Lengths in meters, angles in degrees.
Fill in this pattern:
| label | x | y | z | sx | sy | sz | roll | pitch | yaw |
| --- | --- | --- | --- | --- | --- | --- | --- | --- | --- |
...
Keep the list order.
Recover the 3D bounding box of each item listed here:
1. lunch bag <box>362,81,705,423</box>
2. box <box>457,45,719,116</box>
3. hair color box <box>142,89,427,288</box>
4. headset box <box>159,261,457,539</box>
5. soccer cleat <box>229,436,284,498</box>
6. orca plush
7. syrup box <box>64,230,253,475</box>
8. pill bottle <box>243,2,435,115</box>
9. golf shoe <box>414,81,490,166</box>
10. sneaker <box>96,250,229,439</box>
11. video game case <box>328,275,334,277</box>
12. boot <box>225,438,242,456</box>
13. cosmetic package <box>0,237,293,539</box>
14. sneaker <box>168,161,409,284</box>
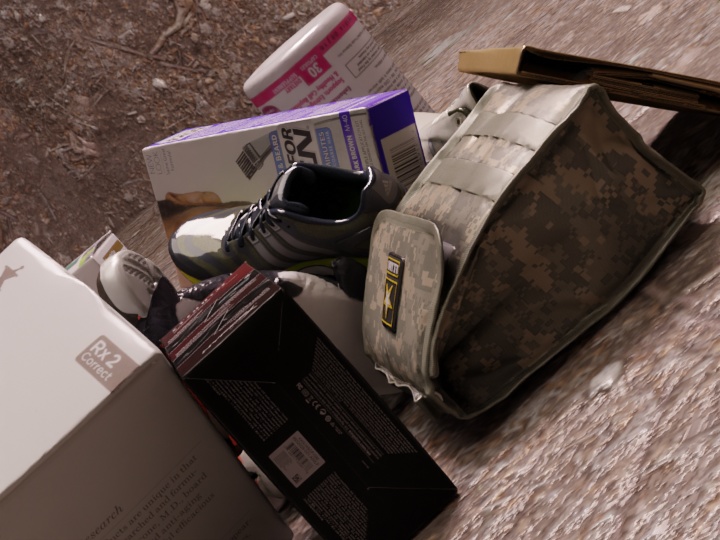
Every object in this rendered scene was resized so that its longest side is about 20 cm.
| label | x | y | z | sx | sy | sz | roll | pitch | yaw |
| --- | --- | --- | --- | --- | --- | --- | --- | --- | --- |
| lunch bag | 0.079 | -0.008 | 1.146 | 0.200 | 0.117 | 0.164 | -50 | 14 | -4 |
| box | 0.158 | -0.123 | 1.258 | 0.200 | 0.162 | 0.021 | -136 | 56 | -80 |
| hair color box | -0.049 | -0.055 | 1.367 | 0.199 | 0.110 | 0.065 | -7 | 13 | 36 |
| headset box | -0.036 | 0.079 | 1.111 | 0.077 | 0.149 | 0.200 | -41 | 9 | -3 |
| soccer cleat | -0.058 | 0.065 | 1.309 | 0.077 | 0.069 | 0.201 | -23 | 51 | 5 |
| orca plush | -0.054 | 0.042 | 1.249 | 0.199 | 0.106 | 0.071 | -4 | 9 | -23 |
| syrup box | -0.155 | 0.077 | 1.426 | 0.079 | 0.200 | 0.081 | -38 | 10 | 12 |
| pill bottle | 0.005 | -0.116 | 1.635 | 0.113 | 0.200 | 0.113 | -40 | 10 | 8 |
| golf shoe | 0.079 | -0.096 | 1.338 | 0.199 | 0.098 | 0.078 | 16 | 48 | 40 |
| sneaker | -0.146 | 0.066 | 1.298 | 0.081 | 0.200 | 0.077 | -20 | 51 | 5 |
| video game case | 0.000 | 0.000 | 1.381 | 0.199 | 0.019 | 0.143 | -2 | 41 | 41 |
| boot | -0.161 | 0.195 | 1.335 | 0.199 | 0.074 | 0.155 | -27 | 14 | 17 |
| cosmetic package | -0.177 | 0.124 | 1.156 | 0.165 | 0.200 | 0.165 | -44 | 45 | -13 |
| sneaker | -0.046 | -0.035 | 1.274 | 0.199 | 0.081 | 0.074 | -9 | 51 | 28 |
